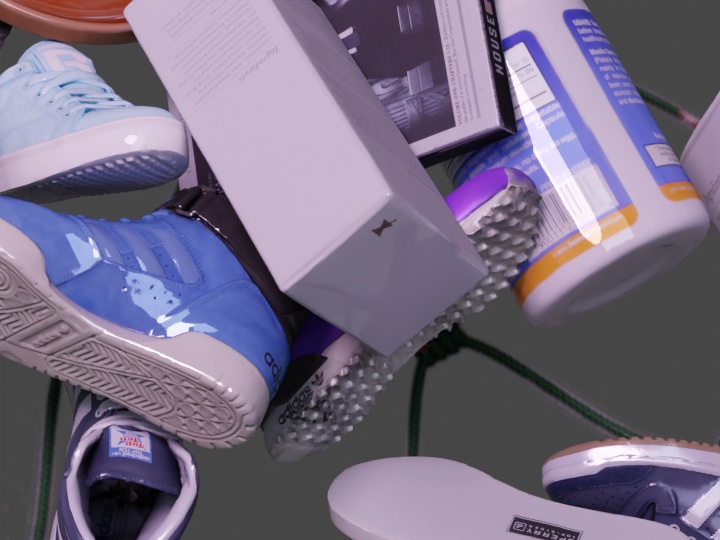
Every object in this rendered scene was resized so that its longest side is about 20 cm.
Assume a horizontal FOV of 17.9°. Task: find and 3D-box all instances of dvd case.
[{"bbox_3d":[-0.018,-0.110,1.206,0.199,0.025,0.151,-19,69,28],"label":"dvd case"}]

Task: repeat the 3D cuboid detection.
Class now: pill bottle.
[{"bbox_3d":[0.092,-0.081,1.218,0.112,0.112,0.201,-25,75,-12],"label":"pill bottle"}]

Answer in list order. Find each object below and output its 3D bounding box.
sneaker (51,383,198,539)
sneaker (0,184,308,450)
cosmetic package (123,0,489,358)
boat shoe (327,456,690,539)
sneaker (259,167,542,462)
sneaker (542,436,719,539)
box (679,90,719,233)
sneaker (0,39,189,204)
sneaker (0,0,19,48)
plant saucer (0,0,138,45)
[{"bbox_3d":[-0.116,0.067,1.144,0.070,0.109,0.201,6,73,-11],"label":"sneaker"},{"bbox_3d":[-0.120,-0.004,1.107,0.199,0.077,0.111,27,48,1],"label":"sneaker"},{"bbox_3d":[-0.028,-0.064,1.111,0.071,0.101,0.200,-40,53,11],"label":"cosmetic package"},{"bbox_3d":[0.074,0.151,1.159,0.199,0.064,0.071,15,37,23],"label":"boat shoe"},{"bbox_3d":[0.000,0.000,1.172,0.200,0.069,0.100,-44,62,19],"label":"sneaker"},{"bbox_3d":[0.188,0.152,1.170,0.199,0.070,0.109,9,70,-4],"label":"sneaker"},{"bbox_3d":[0.296,-0.082,1.186,0.198,0.200,0.131,-29,77,-12],"label":"box"},{"bbox_3d":[-0.153,-0.079,1.154,0.074,0.200,0.082,-1,88,-37],"label":"sneaker"},{"bbox_3d":[-0.228,-0.161,1.233,0.073,0.087,0.201,5,63,-18],"label":"sneaker"},{"bbox_3d":[-0.153,-0.207,1.216,0.199,0.032,0.201,10,61,-18],"label":"plant saucer"}]
